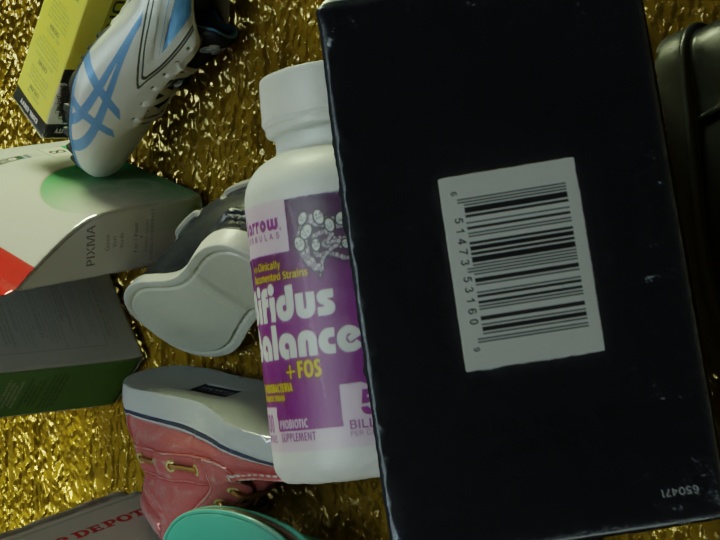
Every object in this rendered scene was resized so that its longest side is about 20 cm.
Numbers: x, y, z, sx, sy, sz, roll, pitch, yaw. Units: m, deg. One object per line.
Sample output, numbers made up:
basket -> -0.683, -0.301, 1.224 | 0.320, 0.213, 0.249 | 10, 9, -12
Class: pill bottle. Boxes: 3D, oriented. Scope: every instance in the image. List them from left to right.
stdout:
pill bottle -> 0.000, 0.000, 0.810 | 0.112, 0.111, 0.202 | -12, 83, 50

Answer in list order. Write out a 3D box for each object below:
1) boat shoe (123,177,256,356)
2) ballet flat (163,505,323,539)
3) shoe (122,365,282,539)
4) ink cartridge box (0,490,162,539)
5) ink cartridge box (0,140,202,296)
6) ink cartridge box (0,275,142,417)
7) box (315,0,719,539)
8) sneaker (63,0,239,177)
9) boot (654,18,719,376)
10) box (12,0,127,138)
boat shoe -> -0.083, -0.003, 0.953 | 0.061, 0.074, 0.200 | -62, 10, -26
ballet flat -> -0.020, 0.176, 0.873 | 0.199, 0.070, 0.068 | 10, 79, 39
shoe -> -0.069, 0.116, 0.942 | 0.199, 0.071, 0.092 | 8, 108, 49
ink cartridge box -> -0.131, 0.218, 0.945 | 0.199, 0.145, 0.086 | 25, 120, 42
ink cartridge box -> -0.223, -0.034, 1.013 | 0.160, 0.199, 0.051 | 24, 116, 46
ink cartridge box -> -0.253, 0.039, 1.053 | 0.059, 0.198, 0.104 | -53, 54, 41
box -> 0.064, 0.006, 0.648 | 0.198, 0.122, 0.202 | 55, -153, -81
sneaker -> -0.120, -0.132, 0.978 | 0.072, 0.072, 0.201 | 38, 120, 11
boot -> 0.209, -0.046, 0.596 | 0.199, 0.065, 0.167 | -21, 78, 45
box -> -0.152, -0.178, 1.017 | 0.050, 0.075, 0.201 | 49, 127, 34
